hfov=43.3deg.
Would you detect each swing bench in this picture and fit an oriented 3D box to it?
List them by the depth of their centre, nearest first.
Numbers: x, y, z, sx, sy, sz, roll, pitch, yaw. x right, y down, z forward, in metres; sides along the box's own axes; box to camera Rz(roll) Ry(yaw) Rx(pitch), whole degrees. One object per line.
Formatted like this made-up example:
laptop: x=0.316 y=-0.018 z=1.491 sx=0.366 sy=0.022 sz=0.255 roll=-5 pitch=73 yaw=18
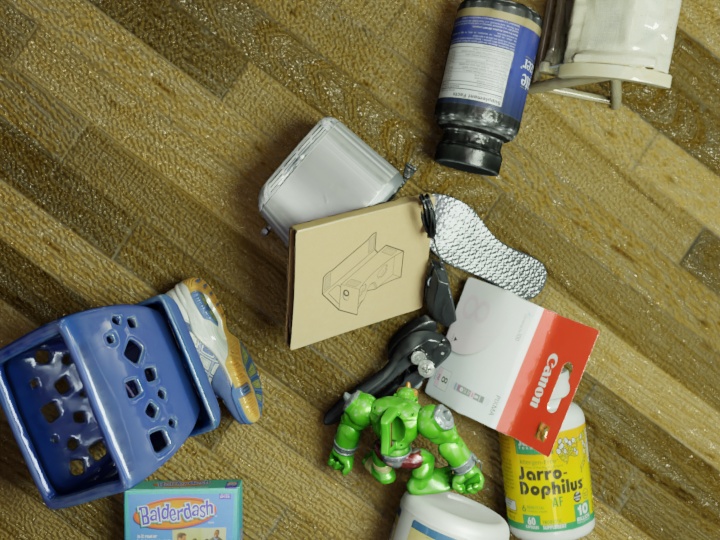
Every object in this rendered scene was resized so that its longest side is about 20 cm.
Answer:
swing bench: x=0.299 y=-0.316 z=1.096 sx=0.127 sy=0.200 sz=0.203 roll=10 pitch=91 yaw=-2

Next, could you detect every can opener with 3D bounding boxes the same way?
can opener: x=0.036 y=0.146 z=1.170 sx=0.063 sy=0.079 sz=0.200 roll=42 pitch=98 yaw=-12

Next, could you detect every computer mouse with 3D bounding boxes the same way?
computer mouse: x=0.087 y=-0.009 z=1.115 sx=0.033 sy=0.059 sz=0.202 roll=-12 pitch=126 yaw=3

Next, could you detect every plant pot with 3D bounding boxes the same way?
plant pot: x=-0.293 y=0.144 z=1.075 sx=0.198 sy=0.179 sz=0.203 roll=-21 pitch=92 yaw=40

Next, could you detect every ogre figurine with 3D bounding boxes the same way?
ogre figurine: x=0.051 y=0.210 z=1.115 sx=0.098 sy=0.198 sz=0.122 roll=-32 pitch=127 yaw=-39

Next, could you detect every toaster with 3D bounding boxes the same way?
toaster: x=-0.036 y=-0.099 z=1.134 sx=0.129 sy=0.114 sz=0.200 roll=42 pitch=92 yaw=0

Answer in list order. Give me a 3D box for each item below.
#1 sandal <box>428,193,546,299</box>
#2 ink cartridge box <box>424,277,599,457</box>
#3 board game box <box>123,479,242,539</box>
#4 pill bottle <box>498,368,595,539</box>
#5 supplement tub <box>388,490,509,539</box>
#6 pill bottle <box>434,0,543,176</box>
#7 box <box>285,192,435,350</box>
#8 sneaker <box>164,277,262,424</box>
sandal: x=0.151 y=-0.026 z=1.181 sx=0.199 sy=0.043 sz=0.077 roll=36 pitch=91 yaw=-13
ink cartridge box: x=0.177 y=0.112 z=1.111 sx=0.056 sy=0.199 sz=0.165 roll=21 pitch=91 yaw=-31
board game box: x=-0.227 y=0.376 z=1.174 sx=0.149 sy=0.045 sz=0.204 roll=0 pitch=92 yaw=-2
pill bottle: x=0.233 y=0.230 z=1.153 sx=0.111 sy=0.113 sz=0.204 roll=-6 pitch=92 yaw=-2
supplement tub: x=0.093 y=0.390 z=1.136 sx=0.142 sy=0.145 sz=0.203 roll=18 pitch=91 yaw=-2
pill bottle: x=0.155 y=-0.227 z=1.138 sx=0.110 sy=0.112 sz=0.203 roll=13 pitch=92 yaw=-2
box: x=0.000 y=0.000 z=1.102 sx=0.198 sy=0.021 sz=0.166 roll=-16 pitch=126 yaw=-30
sneaker: x=-0.197 y=0.113 z=1.162 sx=0.087 sy=0.075 sz=0.202 roll=-29 pitch=86 yaw=11
